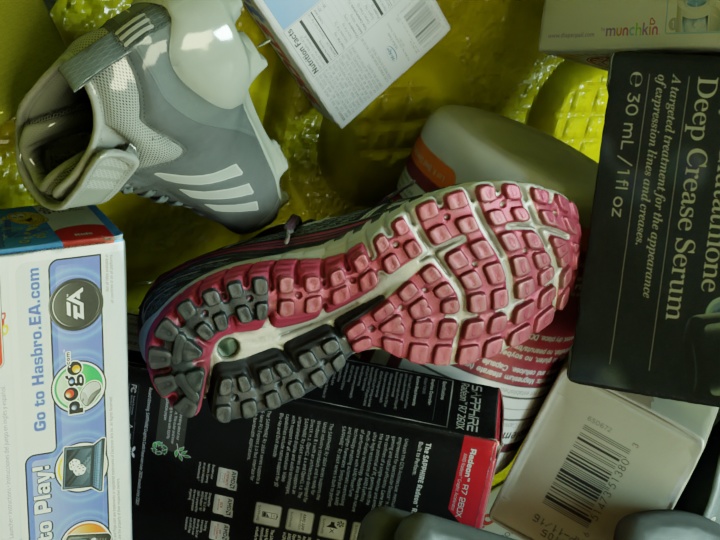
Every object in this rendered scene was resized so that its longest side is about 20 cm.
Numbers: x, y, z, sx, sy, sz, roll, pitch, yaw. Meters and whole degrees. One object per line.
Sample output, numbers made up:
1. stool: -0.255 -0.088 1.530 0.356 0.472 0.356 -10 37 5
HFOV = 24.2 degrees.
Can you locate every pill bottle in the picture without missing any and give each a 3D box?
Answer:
1. pill bottle: 0.046 0.029 0.831 0.113 0.113 0.200 9 114 -41

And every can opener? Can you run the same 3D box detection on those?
1. can opener: 0.088 0.131 0.751 0.200 0.053 0.067 15 79 -32

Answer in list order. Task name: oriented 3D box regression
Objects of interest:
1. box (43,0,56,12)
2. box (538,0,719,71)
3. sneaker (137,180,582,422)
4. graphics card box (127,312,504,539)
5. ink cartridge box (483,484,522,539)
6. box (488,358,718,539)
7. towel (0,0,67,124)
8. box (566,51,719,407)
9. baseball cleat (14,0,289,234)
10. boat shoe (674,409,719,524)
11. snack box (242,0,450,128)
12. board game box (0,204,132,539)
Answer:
1. box: -0.188 -0.142 0.587 0.200 0.040 0.137 26 102 -45
2. box: 0.191 -0.137 0.750 0.112 0.200 0.102 9 89 -39
3. sneaker: 0.000 0.000 0.726 0.200 0.075 0.081 -12 113 -10
4. graphics card box: -0.042 0.098 0.779 0.199 0.051 0.126 10 119 1
5. ink cartridge box: 0.132 0.206 0.958 0.144 0.200 0.084 -26 128 -20
6. box: 0.141 0.080 0.890 0.095 0.078 0.200 -66 169 17
7. towel: -0.172 -0.121 0.575 0.086 0.018 0.200 -32 135 -9
8. box: 0.207 -0.009 0.722 0.107 0.200 0.149 7 90 -58
9. baseball cleat: -0.085 -0.053 0.677 0.106 0.070 0.200 -31 160 -9
10. boat shoe: 0.194 0.163 1.069 0.062 0.073 0.200 29 94 -41
11. snack box: -0.030 -0.150 0.712 0.072 0.024 0.200 -42 135 -6
12. board game box: -0.194 0.081 0.679 0.195 0.056 0.200 -7 112 -22
